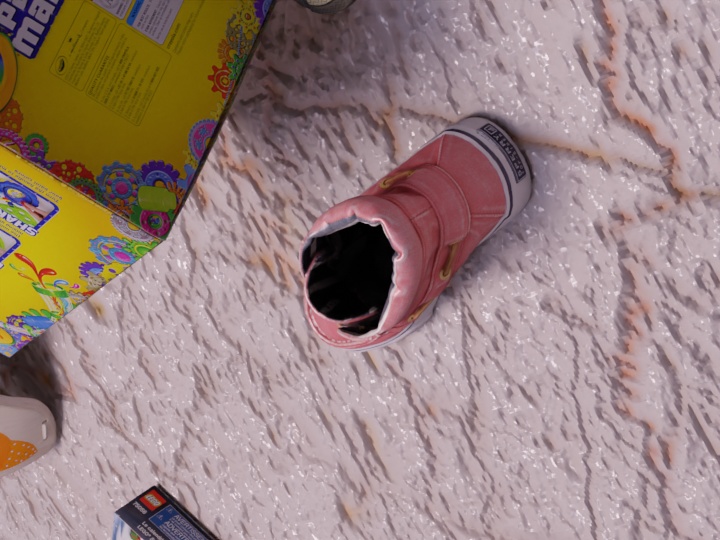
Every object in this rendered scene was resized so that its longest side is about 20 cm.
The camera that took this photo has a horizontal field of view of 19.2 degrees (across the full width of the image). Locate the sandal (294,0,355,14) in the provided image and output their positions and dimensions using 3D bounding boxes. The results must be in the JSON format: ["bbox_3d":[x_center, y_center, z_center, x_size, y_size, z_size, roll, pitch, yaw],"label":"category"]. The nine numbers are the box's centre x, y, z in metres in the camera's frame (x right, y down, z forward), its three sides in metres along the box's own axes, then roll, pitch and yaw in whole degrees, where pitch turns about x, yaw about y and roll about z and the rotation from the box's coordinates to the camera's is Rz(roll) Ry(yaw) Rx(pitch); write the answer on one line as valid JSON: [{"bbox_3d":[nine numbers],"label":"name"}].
[{"bbox_3d":[-0.026,-0.213,0.929,0.080,0.057,0.202,-7,97,59],"label":"sandal"}]

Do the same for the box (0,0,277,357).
[{"bbox_3d":[-0.143,-0.093,1.009,0.122,0.201,0.192,31,150,-17],"label":"box"}]

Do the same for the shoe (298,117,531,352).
[{"bbox_3d":[0.000,0.000,1.030,0.072,0.091,0.200,53,146,5],"label":"shoe"}]

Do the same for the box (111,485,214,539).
[{"bbox_3d":[-0.112,0.253,1.420,0.137,0.040,0.201,40,142,25],"label":"box"}]

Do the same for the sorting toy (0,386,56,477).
[{"bbox_3d":[-0.312,0.049,1.399,0.200,0.107,0.180,36,154,19],"label":"sorting toy"}]
